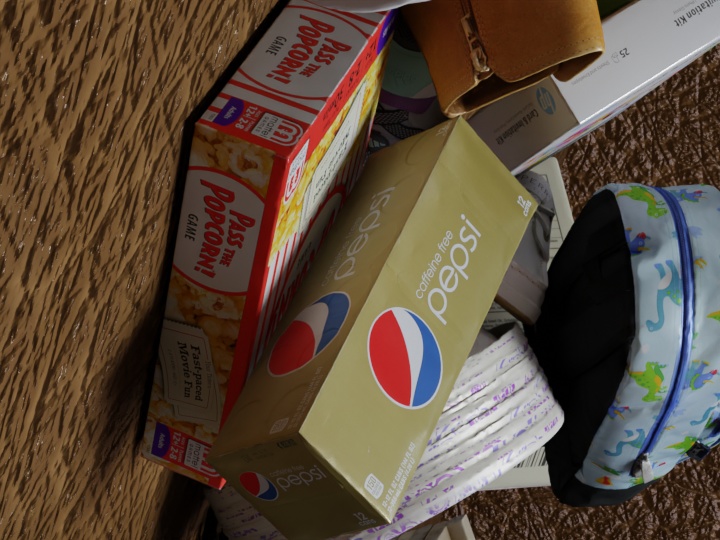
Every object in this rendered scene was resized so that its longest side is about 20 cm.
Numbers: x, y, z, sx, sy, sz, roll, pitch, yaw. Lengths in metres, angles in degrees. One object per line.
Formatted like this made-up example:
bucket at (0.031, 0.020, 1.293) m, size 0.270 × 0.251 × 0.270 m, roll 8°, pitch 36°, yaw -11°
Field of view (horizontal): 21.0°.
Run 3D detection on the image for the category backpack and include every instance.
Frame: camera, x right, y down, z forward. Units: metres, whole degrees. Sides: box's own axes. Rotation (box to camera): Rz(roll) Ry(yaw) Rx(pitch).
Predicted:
backpack at (0.164, 0.028, 1.097) m, size 0.200 × 0.152 × 0.164 m, roll 75°, pitch 15°, yaw -62°

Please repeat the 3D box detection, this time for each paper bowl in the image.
paper bowl at (0.005, 0.084, 1.081) m, size 0.200 × 0.105 × 0.201 m, roll -28°, pitch 180°, yaw 0°

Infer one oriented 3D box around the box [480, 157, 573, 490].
box at (0.082, 0.035, 1.302) m, size 0.109 × 0.127 × 0.201 m, roll 101°, pitch -17°, yaw -52°

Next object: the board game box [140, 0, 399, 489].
board game box at (-0.043, -0.021, 0.910) m, size 0.152 × 0.046 × 0.201 m, roll -60°, pitch 168°, yaw -48°

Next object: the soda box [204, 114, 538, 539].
soda box at (0.009, 0.024, 0.889) m, size 0.067 × 0.064 × 0.201 m, roll -20°, pitch -147°, yaw 45°

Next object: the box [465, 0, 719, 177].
box at (0.120, -0.098, 1.033) m, size 0.155 × 0.041 × 0.200 m, roll -32°, pitch 177°, yaw -24°

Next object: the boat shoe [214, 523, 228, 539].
boat shoe at (-0.045, 0.141, 1.250) m, size 0.200 × 0.074 × 0.093 m, roll -51°, pitch 170°, yaw -47°

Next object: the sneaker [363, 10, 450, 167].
sneaker at (0.036, -0.132, 1.103) m, size 0.200 × 0.077 × 0.140 m, roll -56°, pitch 170°, yaw -44°

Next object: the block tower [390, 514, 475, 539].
block tower at (-0.029, 0.193, 1.081) m, size 0.058 × 0.199 × 0.054 m, roll -28°, pitch 99°, yaw -78°

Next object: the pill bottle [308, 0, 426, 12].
pill bottle at (0.022, -0.167, 0.745) m, size 0.200 × 0.113 × 0.115 m, roll -51°, pitch 160°, yaw -65°

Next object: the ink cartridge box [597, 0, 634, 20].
ink cartridge box at (0.104, -0.230, 1.061) m, size 0.059 × 0.201 × 0.104 m, roll -25°, pitch -179°, yaw 33°

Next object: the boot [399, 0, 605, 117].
boot at (0.086, -0.166, 0.872) m, size 0.070 × 0.145 × 0.201 m, roll -8°, pitch 162°, yaw -42°

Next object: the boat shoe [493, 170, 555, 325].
boat shoe at (0.081, -0.031, 1.142) m, size 0.069 × 0.071 × 0.200 m, roll -47°, pitch -161°, yaw 10°
